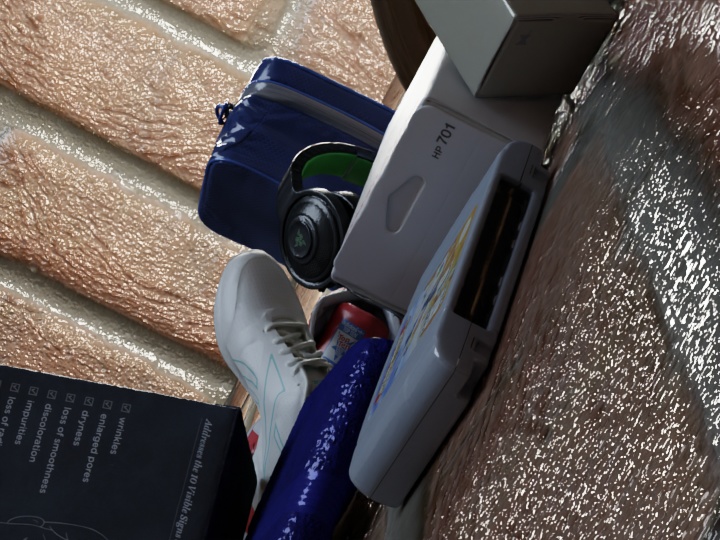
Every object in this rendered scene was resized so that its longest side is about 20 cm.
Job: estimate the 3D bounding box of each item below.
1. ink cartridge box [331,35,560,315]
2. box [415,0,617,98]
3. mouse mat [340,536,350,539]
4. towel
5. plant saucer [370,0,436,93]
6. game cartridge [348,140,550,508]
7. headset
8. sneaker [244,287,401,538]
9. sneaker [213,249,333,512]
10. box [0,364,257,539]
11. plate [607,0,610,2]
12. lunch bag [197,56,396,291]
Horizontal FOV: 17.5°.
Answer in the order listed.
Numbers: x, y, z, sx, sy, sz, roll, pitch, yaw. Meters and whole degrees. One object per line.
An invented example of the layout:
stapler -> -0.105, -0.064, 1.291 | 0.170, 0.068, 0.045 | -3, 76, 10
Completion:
ink cartridge box -> 0.062, -0.081, 1.476 | 0.147, 0.085, 0.200 | -61, 6, 33
box -> 0.068, -0.198, 1.421 | 0.201, 0.082, 0.069 | 63, 141, 32
mouse mat -> -0.056, 0.244, 1.448 | 0.162, 0.007, 0.200 | -64, 3, -14
towel -> -0.030, 0.148, 1.397 | 0.201, 0.049, 0.148 | -67, 9, -28
plant saucer -> 0.058, -0.208, 1.892 | 0.029, 0.201, 0.200 | -17, 25, 22
game cartridge -> 0.048, 0.031, 1.300 | 0.133, 0.041, 0.201 | -54, 9, 40
headset -> 0.000, 0.000, 1.546 | 0.094, 0.123, 0.201 | -58, 23, 34
sneaker -> -0.031, 0.094, 1.636 | 0.201, 0.071, 0.113 | -63, 0, -36
sneaker -> -0.042, 0.074, 1.556 | 0.080, 0.070, 0.202 | -39, 59, 50
box -> -0.184, 0.178, 1.456 | 0.124, 0.195, 0.201 | 80, -158, -62
plate -> 0.122, -0.257, 1.429 | 0.200, 0.025, 0.202 | 4, 95, 58
lunch bag -> -0.036, -0.085, 1.941 | 0.133, 0.199, 0.136 | -62, -2, -27
